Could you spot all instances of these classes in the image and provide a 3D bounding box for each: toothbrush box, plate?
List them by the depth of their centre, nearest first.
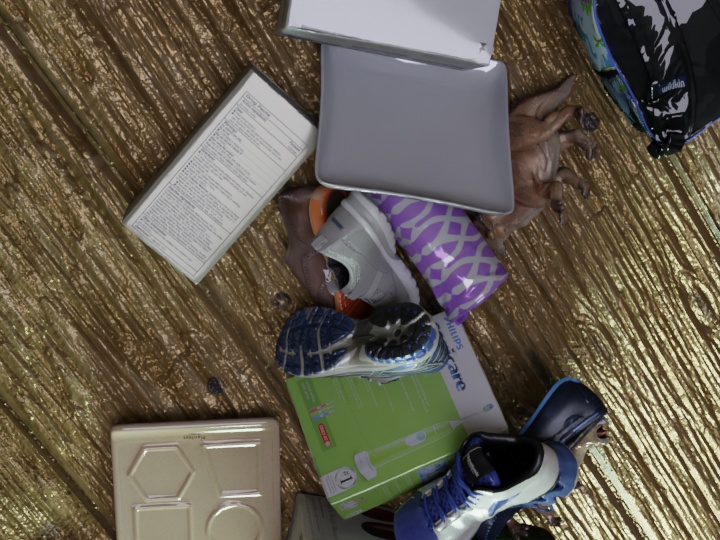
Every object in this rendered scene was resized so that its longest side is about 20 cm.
[{"bbox_3d":[0.052,-0.143,1.180,0.197,0.202,0.032,9,145,-11],"label":"plate"},{"bbox_3d":[0.040,0.152,1.257,0.198,0.086,0.147,-24,66,0],"label":"toothbrush box"}]

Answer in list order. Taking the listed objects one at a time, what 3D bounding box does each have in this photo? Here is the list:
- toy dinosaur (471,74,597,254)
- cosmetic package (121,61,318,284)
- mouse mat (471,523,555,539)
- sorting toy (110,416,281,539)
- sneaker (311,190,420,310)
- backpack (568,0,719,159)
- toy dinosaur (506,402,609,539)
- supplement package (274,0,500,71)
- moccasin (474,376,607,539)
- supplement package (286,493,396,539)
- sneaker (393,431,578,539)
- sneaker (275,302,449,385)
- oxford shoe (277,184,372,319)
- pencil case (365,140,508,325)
[{"bbox_3d":[0.167,-0.115,1.235,0.134,0.086,0.202,9,88,26],"label":"toy dinosaur"},{"bbox_3d":[-0.137,-0.100,1.196,0.103,0.087,0.200,41,98,-15],"label":"cosmetic package"},{"bbox_3d":[0.155,0.302,1.294,0.159,0.200,0.008,10,97,-11],"label":"mouse mat"},{"bbox_3d":[-0.181,0.252,1.323,0.183,0.037,0.202,-2,111,-7],"label":"sorting toy"},{"bbox_3d":[0.000,0.000,1.206,0.082,0.075,0.201,-36,140,-8],"label":"sneaker"},{"bbox_3d":[0.305,-0.252,1.179,0.182,0.147,0.201,-34,111,4],"label":"backpack"},{"bbox_3d":[0.182,0.216,1.335,0.198,0.086,0.137,-16,108,2],"label":"toy dinosaur"},{"bbox_3d":[0.031,-0.289,1.140,0.198,0.111,0.158,9,96,-11],"label":"supplement package"},{"bbox_3d":[0.187,0.209,1.252,0.068,0.080,0.201,35,99,22],"label":"moccasin"},{"bbox_3d":[0.018,0.364,1.297,0.198,0.191,0.149,11,105,-11],"label":"supplement package"},{"bbox_3d":[0.109,0.211,1.182,0.198,0.081,0.115,-29,145,15],"label":"sneaker"},{"bbox_3d":[0.002,0.086,1.207,0.085,0.198,0.078,40,56,-47],"label":"sneaker"},{"bbox_3d":[-0.036,-0.002,1.260,0.072,0.071,0.202,4,120,30],"label":"oxford shoe"},{"bbox_3d":[0.065,-0.043,1.215,0.201,0.084,0.085,54,133,4],"label":"pencil case"}]
